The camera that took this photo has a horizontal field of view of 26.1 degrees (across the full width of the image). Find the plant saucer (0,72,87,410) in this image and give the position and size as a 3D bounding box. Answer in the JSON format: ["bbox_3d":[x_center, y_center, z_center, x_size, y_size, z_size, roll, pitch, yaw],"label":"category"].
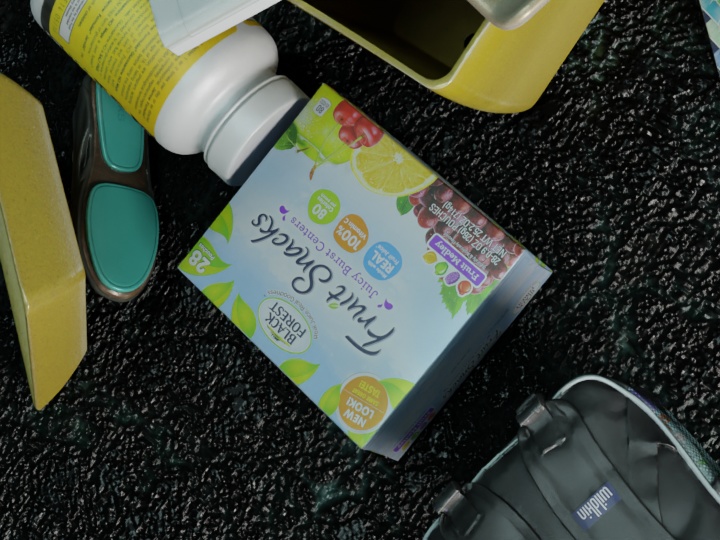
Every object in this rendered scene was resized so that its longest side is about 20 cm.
[{"bbox_3d":[-0.237,-0.025,1.128,0.048,0.200,0.200,-12,68,-15],"label":"plant saucer"}]

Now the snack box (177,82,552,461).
[{"bbox_3d":[0.000,0.000,1.052,0.200,0.068,0.169,43,96,29],"label":"snack box"}]

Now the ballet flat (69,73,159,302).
[{"bbox_3d":[-0.188,-0.058,1.161,0.068,0.068,0.201,-36,48,47],"label":"ballet flat"}]

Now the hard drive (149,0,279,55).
[{"bbox_3d":[-0.051,-0.235,0.962,0.200,0.026,0.132,-25,67,18],"label":"hard drive"}]

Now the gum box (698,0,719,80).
[{"bbox_3d":[0.310,-0.197,0.968,0.199,0.045,0.170,-17,70,20],"label":"gum box"}]

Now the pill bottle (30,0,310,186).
[{"bbox_3d":[-0.133,-0.158,1.119,0.200,0.112,0.112,44,98,12],"label":"pill bottle"}]

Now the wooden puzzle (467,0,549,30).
[{"bbox_3d":[0.085,-0.259,0.875,0.185,0.046,0.200,-42,68,-3],"label":"wooden puzzle"}]

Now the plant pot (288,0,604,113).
[{"bbox_3d":[0.068,-0.214,1.014,0.200,0.176,0.200,35,93,29],"label":"plant pot"}]

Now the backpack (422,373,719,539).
[{"bbox_3d":[0.156,0.182,0.882,0.178,0.150,0.200,-47,55,10],"label":"backpack"}]
